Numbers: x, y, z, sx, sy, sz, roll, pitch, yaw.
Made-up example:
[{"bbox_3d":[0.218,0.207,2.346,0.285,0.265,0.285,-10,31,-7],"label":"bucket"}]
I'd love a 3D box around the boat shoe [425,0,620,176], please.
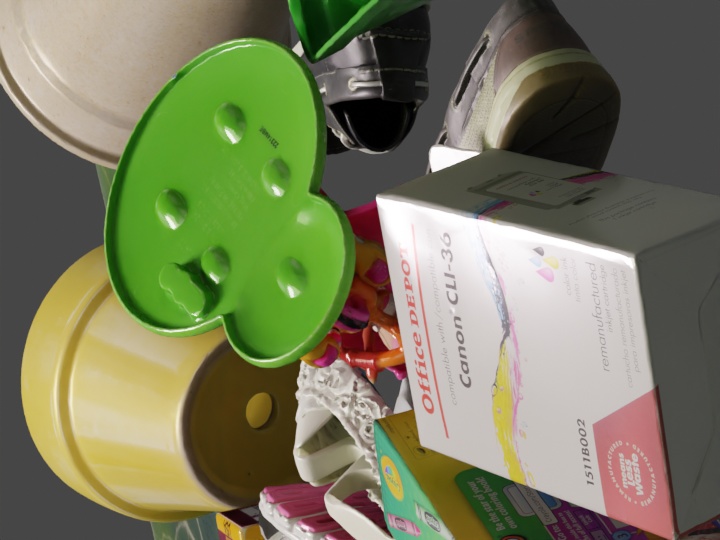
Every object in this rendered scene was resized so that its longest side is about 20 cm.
[{"bbox_3d":[0.066,-0.048,1.174,0.201,0.071,0.066,108,153,-57],"label":"boat shoe"}]

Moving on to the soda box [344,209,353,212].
[{"bbox_3d":[-0.008,0.003,1.551,0.200,0.063,0.071,163,94,-77],"label":"soda box"}]

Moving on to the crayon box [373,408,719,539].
[{"bbox_3d":[0.091,0.116,1.101,0.200,0.118,0.059,-125,25,-60],"label":"crayon box"}]

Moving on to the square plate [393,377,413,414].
[{"bbox_3d":[0.052,0.158,1.528,0.198,0.028,0.201,104,151,-63],"label":"square plate"}]

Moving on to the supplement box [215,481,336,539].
[{"bbox_3d":[-0.015,0.245,1.721,0.086,0.110,0.202,-173,69,-76],"label":"supplement box"}]

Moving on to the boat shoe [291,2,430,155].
[{"bbox_3d":[-0.004,-0.092,1.415,0.200,0.071,0.068,130,130,-72],"label":"boat shoe"}]

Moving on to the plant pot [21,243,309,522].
[{"bbox_3d":[-0.110,0.085,1.839,0.188,0.200,0.202,15,118,58],"label":"plant pot"}]

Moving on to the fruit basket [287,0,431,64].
[{"bbox_3d":[-0.035,-0.179,1.172,0.216,0.214,0.157,152,105,-77],"label":"fruit basket"}]

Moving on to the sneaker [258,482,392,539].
[{"bbox_3d":[0.001,0.179,1.440,0.200,0.073,0.088,31,120,51],"label":"sneaker"}]

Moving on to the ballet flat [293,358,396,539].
[{"bbox_3d":[0.002,0.100,1.411,0.200,0.071,0.072,45,147,51],"label":"ballet flat"}]

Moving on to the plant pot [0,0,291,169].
[{"bbox_3d":[-0.112,-0.186,1.581,0.184,0.199,0.202,129,127,-61],"label":"plant pot"}]

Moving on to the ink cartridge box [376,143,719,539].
[{"bbox_3d":[0.074,0.022,1.056,0.199,0.067,0.117,16,121,53],"label":"ink cartridge box"}]

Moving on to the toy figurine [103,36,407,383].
[{"bbox_3d":[0.000,0.000,1.299,0.151,0.183,0.200,-55,42,12],"label":"toy figurine"}]
